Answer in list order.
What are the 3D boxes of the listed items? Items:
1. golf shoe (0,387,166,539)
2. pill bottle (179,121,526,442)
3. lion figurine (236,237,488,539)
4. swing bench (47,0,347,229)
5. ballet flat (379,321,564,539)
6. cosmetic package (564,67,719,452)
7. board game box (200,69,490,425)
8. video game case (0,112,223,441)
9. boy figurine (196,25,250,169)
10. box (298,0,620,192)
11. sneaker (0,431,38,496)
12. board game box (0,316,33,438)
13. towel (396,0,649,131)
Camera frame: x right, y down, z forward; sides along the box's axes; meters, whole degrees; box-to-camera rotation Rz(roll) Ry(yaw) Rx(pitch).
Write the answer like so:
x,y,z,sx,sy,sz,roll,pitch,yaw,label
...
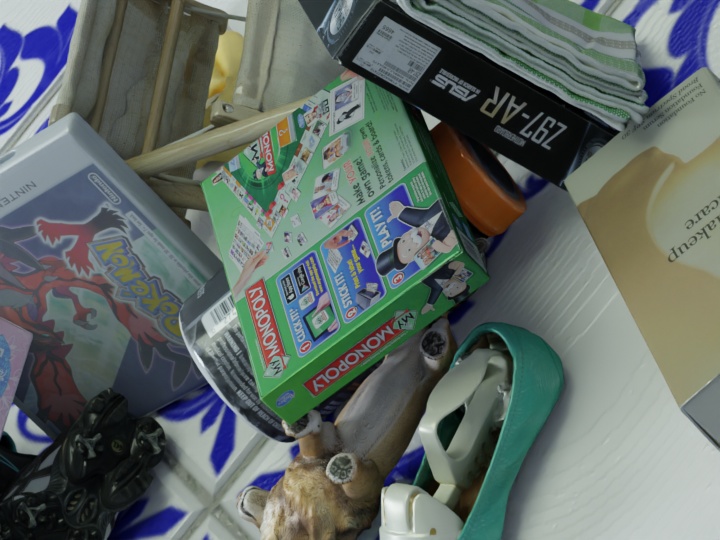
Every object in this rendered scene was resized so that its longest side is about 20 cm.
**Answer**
x,y,z,sx,sy,sz,roll,pitch,yaw,label
-0.193,0.163,1.580,0.094,0.078,0.200,-37,9,49,golf shoe
0.000,0.000,1.501,0.200,0.106,0.106,-40,36,13,pill bottle
0.010,0.076,1.432,0.072,0.123,0.200,39,79,19,lion figurine
-0.075,-0.128,1.621,0.198,0.130,0.200,-3,50,14,swing bench
0.045,0.114,1.375,0.067,0.070,0.201,-4,55,48,ballet flat
0.186,-0.003,1.326,0.105,0.071,0.200,-40,36,13,cosmetic package
-0.013,-0.023,1.417,0.134,0.029,0.201,-37,37,14,board game box
-0.177,0.014,1.601,0.182,0.200,0.023,-28,32,28,video game case
-0.121,-0.114,1.779,0.124,0.064,0.200,-47,32,-1,boy figurine
0.050,-0.130,1.481,0.044,0.199,0.160,-52,34,17,box
-0.269,0.134,1.721,0.079,0.076,0.199,-45,39,-18,sneaker
-0.287,0.143,1.583,0.199,0.043,0.201,-27,42,50,board game box
0.092,-0.142,1.435,0.031,0.148,0.200,-60,3,17,towel
